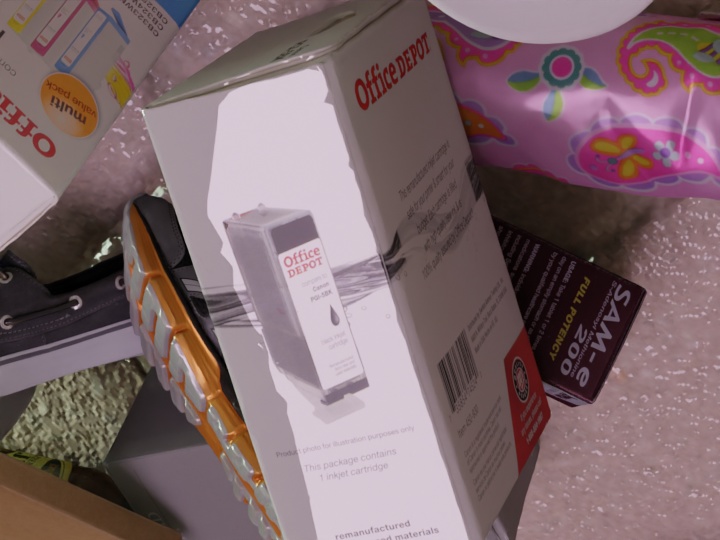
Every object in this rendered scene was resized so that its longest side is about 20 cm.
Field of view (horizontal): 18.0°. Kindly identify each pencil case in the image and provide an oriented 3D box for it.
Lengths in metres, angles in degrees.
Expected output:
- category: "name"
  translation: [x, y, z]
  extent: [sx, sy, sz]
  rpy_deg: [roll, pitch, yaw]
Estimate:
- category: "pencil case"
  translation: [0.102, -0.078, 0.989]
  extent: [0.199, 0.088, 0.088]
  rpy_deg: [8, 130, 16]

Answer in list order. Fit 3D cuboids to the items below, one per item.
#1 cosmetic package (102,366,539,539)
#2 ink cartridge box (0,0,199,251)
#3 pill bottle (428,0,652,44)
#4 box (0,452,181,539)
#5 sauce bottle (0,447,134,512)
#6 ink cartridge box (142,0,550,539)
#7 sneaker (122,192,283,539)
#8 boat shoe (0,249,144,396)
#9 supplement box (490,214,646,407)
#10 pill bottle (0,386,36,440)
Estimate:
- category: "cosmetic package"
  translation: [-0.020, 0.095, 1.178]
  extent: [0.199, 0.090, 0.107]
  rpy_deg: [-15, 123, 28]
- category: "ink cartridge box"
  translation: [-0.181, -0.088, 1.017]
  extent: [0.128, 0.200, 0.125]
  rpy_deg: [43, 131, -15]
- category: "pill bottle"
  translation: [0.084, -0.180, 0.829]
  extent: [0.113, 0.200, 0.114]
  rpy_deg: [11, 130, 14]
- category: "box"
  translation: [-0.214, 0.117, 1.165]
  extent: [0.163, 0.021, 0.200]
  rpy_deg: [-13, 147, 42]
- category: "sauce bottle"
  translation: [-0.183, 0.137, 1.296]
  extent: [0.199, 0.065, 0.065]
  rpy_deg: [8, 130, 15]
- category: "ink cartridge box"
  translation: [0.000, 0.000, 0.922]
  extent: [0.082, 0.147, 0.201]
  rpy_deg: [-13, 103, 20]
- category: "sneaker"
  translation: [-0.050, 0.044, 1.085]
  extent: [0.201, 0.077, 0.078]
  rpy_deg: [57, 164, 14]
- category: "boat shoe"
  translation: [-0.163, 0.021, 1.137]
  extent: [0.199, 0.070, 0.067]
  rpy_deg: [-15, 98, -12]
- category: "supplement box"
  translation: [0.026, -0.005, 1.056]
  extent: [0.199, 0.061, 0.109]
  rpy_deg: [25, 176, 2]
- category: "pill bottle"
  translation: [-0.270, 0.019, 1.198]
  extent: [0.119, 0.120, 0.200]
  rpy_deg: [-29, 112, 38]
